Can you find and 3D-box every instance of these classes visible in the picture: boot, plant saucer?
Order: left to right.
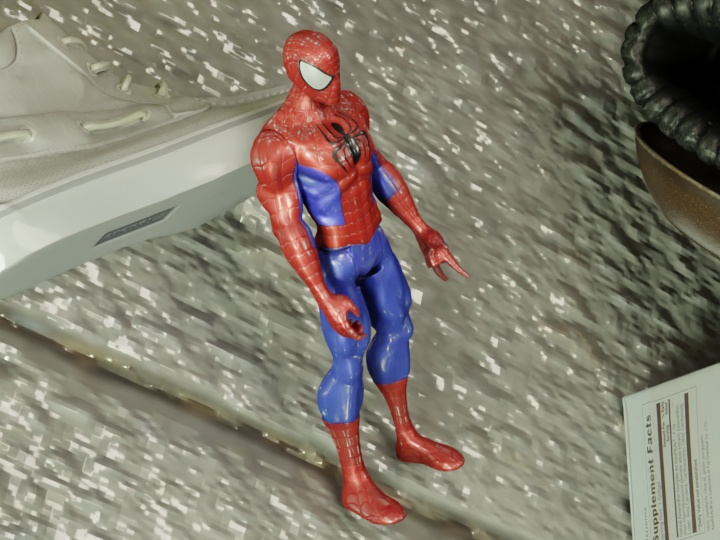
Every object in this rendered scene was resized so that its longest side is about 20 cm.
[{"bbox_3d":[-0.095,-0.062,0.868,0.199,0.073,0.096,-23,79,-46],"label":"boot"},{"bbox_3d":[0.212,-0.014,1.026,0.199,0.200,0.032,11,109,-32],"label":"plant saucer"},{"bbox_3d":[0.230,-0.065,1.010,0.158,0.210,0.080,5,101,-65],"label":"boot"}]

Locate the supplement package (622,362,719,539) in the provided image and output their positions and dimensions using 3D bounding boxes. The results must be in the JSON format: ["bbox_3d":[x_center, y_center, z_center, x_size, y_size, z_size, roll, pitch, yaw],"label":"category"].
[{"bbox_3d":[0.235,0.110,0.958,0.151,0.200,0.152,10,68,-33],"label":"supplement package"}]

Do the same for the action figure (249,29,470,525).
[{"bbox_3d":[0.000,0.000,0.872,0.065,0.051,0.201,-34,121,-34],"label":"action figure"}]
